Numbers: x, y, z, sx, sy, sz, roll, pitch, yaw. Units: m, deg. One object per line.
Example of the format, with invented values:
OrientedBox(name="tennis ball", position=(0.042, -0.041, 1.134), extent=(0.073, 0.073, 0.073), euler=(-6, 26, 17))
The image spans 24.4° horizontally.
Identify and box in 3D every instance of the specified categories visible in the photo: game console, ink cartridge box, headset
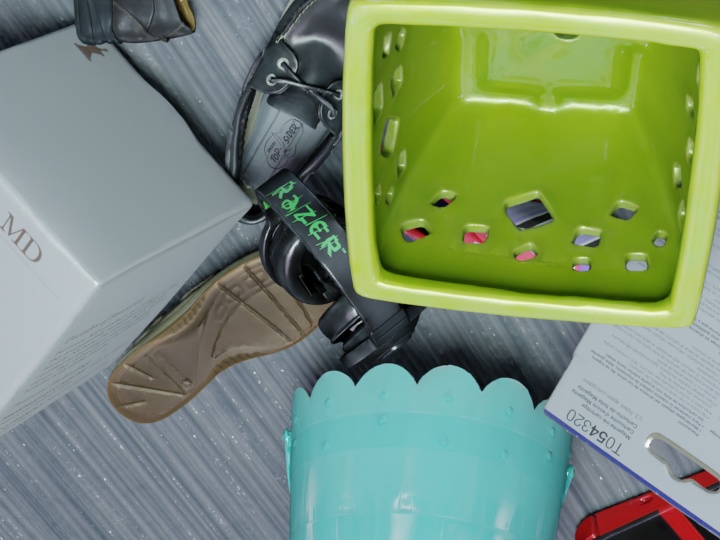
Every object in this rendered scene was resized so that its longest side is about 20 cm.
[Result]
OrientedBox(name="game console", position=(0.279, 0.233, 1.267), extent=(0.177, 0.031, 0.200), euler=(-30, 117, 26))
OrientedBox(name="ink cartridge box", position=(0.241, 0.057, 1.026), extent=(0.196, 0.043, 0.200), euler=(36, 110, 22))
OrientedBox(name="headset", position=(0.000, 0.000, 1.062), extent=(0.094, 0.124, 0.200), euler=(-38, 154, -7))

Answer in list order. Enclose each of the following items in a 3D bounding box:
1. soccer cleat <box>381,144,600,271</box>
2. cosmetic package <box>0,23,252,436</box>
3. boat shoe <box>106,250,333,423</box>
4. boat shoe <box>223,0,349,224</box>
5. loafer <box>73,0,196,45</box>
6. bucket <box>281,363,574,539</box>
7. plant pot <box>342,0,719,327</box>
OrientedBox(name="soccer cleat", position=(0.092, -0.022, 1.073), extent=(0.200, 0.076, 0.067), euler=(26, 129, -7))
OrientedBox(name="cosmetic package", position=(-0.214, -0.021, 1.060), extent=(0.167, 0.166, 0.200), euler=(48, 126, 6))
OrientedBox(name="boat shoe", position=(-0.092, 0.032, 1.170), extent=(0.200, 0.065, 0.072), euler=(-35, 109, 13))
OrientedBox(name="boat shoe", position=(-0.039, -0.105, 1.044), extent=(0.074, 0.066, 0.199), euler=(30, 128, -11))
OrientedBox(name="loafer", position=(-0.131, -0.219, 0.981), extent=(0.072, 0.073, 0.200), euler=(5, 139, -1))
OrientedBox(name="bucket", position=(0.044, 0.164, 1.153), extent=(0.207, 0.135, 0.207), euler=(6, 154, 3))
OrientedBox(name="plant pot", position=(0.104, -0.103, 0.938), extent=(0.200, 0.182, 0.199), euler=(7, 129, 9))
